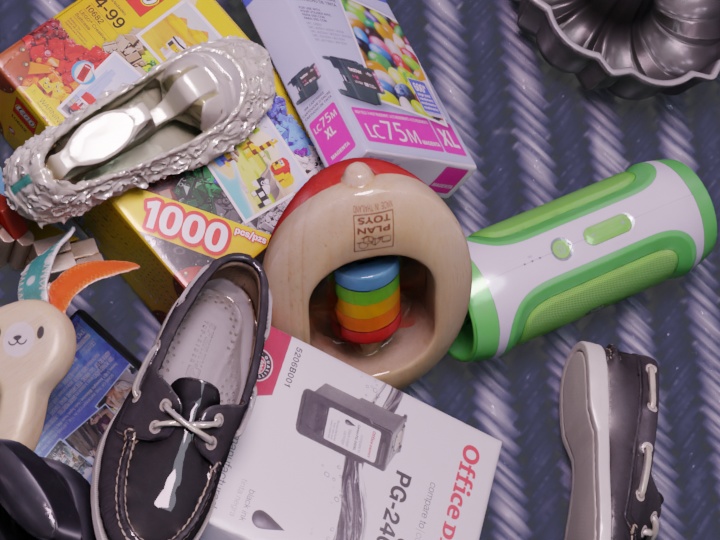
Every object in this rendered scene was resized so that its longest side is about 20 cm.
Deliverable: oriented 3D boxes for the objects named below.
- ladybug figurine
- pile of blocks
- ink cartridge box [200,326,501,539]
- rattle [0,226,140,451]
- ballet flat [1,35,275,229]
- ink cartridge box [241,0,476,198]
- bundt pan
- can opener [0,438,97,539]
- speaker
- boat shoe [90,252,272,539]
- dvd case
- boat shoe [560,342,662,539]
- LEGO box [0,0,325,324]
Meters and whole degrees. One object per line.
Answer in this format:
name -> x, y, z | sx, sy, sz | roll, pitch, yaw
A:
ladybug figurine -> 0.000, 0.000, 1.214 | 0.134, 0.201, 0.072 | -8, 49, -10
pile of blocks -> -0.247, -0.049, 1.217 | 0.198, 0.062, 0.083 | 20, 66, -10
ink cartridge box -> -0.026, 0.135, 1.185 | 0.199, 0.083, 0.146 | 26, 52, -11
rattle -> -0.233, 0.040, 1.118 | 0.200, 0.143, 0.130 | -42, 47, 4
ballet flat -> -0.124, -0.089, 1.182 | 0.199, 0.072, 0.072 | -34, 83, -25
ink cartridge box -> -0.010, -0.142, 1.288 | 0.119, 0.042, 0.201 | 5, 49, -50
bundt pan -> 0.191, -0.209, 1.404 | 0.200, 0.076, 0.204 | 6, 68, -16
can opener -> -0.149, 0.179, 1.066 | 0.063, 0.078, 0.201 | -43, 69, 15
speaker -> 0.139, -0.008, 1.309 | 0.199, 0.088, 0.089 | -22, 78, -23
boat shoe -> -0.094, 0.076, 1.091 | 0.073, 0.060, 0.201 | 27, 50, -7
dvd case -> -0.147, 0.139, 1.204 | 0.200, 0.018, 0.143 | 42, 63, 1
boat shoe -> 0.167, 0.145, 1.267 | 0.060, 0.074, 0.202 | 8, 61, -13
LEGO box -> -0.123, -0.085, 1.260 | 0.149, 0.077, 0.200 | -40, 86, -25
